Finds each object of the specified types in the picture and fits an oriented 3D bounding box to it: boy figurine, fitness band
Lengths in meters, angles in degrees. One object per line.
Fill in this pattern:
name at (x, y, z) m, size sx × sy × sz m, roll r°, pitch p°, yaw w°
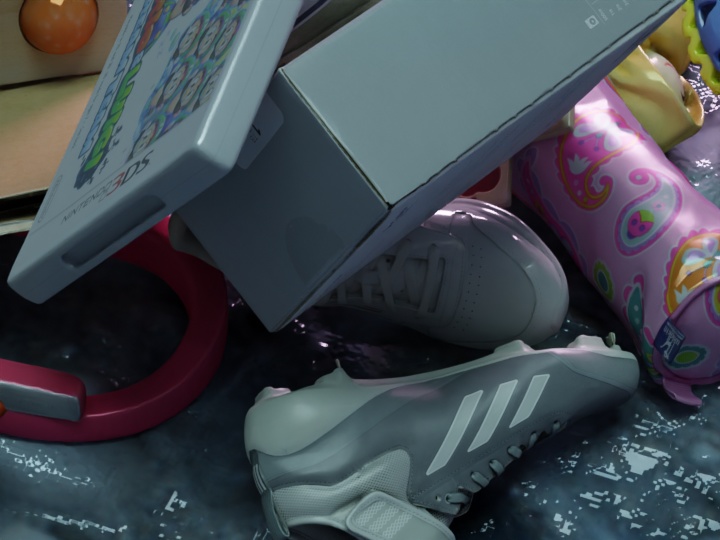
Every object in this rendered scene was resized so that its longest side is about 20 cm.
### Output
boy figurine at (0.150, -0.154, 1.462) m, size 0.064 × 0.124 × 0.201 m, roll -12°, pitch 57°, yaw 31°
fitness band at (-0.162, 0.015, 1.336) m, size 0.199 × 0.038 × 0.144 m, roll 14°, pitch 44°, yaw 9°

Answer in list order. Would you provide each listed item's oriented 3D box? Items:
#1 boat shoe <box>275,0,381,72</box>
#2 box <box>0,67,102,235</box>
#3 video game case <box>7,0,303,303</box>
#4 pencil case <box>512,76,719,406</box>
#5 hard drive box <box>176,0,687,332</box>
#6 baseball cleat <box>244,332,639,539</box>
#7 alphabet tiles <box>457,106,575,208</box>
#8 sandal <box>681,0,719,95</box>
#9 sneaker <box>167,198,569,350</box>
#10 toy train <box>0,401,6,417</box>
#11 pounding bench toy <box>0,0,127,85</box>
boat shoe at (-0.044, -0.111, 1.290) m, size 0.062 × 0.200 × 0.072 m, roll 29°, pitch 65°, yaw -20°
box at (-0.157, -0.061, 1.358) m, size 0.162 × 0.021 × 0.200 m, roll -12°, pitch 21°, yaw -14°
video game case at (-0.074, -0.096, 1.204) m, size 0.024 × 0.182 × 0.201 m, roll 32°, pitch 58°, yaw -19°
pencil case at (0.128, -0.027, 1.359) m, size 0.087 × 0.088 × 0.200 m, roll -20°, pitch 51°, yaw -21°
hard drive box at (0.033, -0.077, 1.225) m, size 0.200 × 0.156 × 0.077 m, roll -37°, pitch 86°, yaw -30°
baseball cleat at (0.044, 0.089, 1.263) m, size 0.199 × 0.070 × 0.107 m, roll -8°, pitch 73°, yaw -20°
alphabet tiles at (0.035, -0.109, 1.403) m, size 0.165 × 0.006 × 0.201 m, roll -13°, pitch 57°, yaw 27°
sandal at (0.227, -0.090, 1.384) m, size 0.079 × 0.087 × 0.201 m, roll -12°, pitch 67°, yaw -26°
sneaker at (0.000, 0.000, 1.316) m, size 0.199 × 0.075 × 0.100 m, roll 18°, pitch 27°, yaw 19°
toy train at (-0.260, 0.082, 1.246) m, size 0.198 × 0.056 × 0.151 m, roll 10°, pitch 85°, yaw -4°
pounding bench toy at (-0.159, -0.186, 1.446) m, size 0.198 × 0.125 × 0.156 m, roll -10°, pitch 34°, yaw -12°
